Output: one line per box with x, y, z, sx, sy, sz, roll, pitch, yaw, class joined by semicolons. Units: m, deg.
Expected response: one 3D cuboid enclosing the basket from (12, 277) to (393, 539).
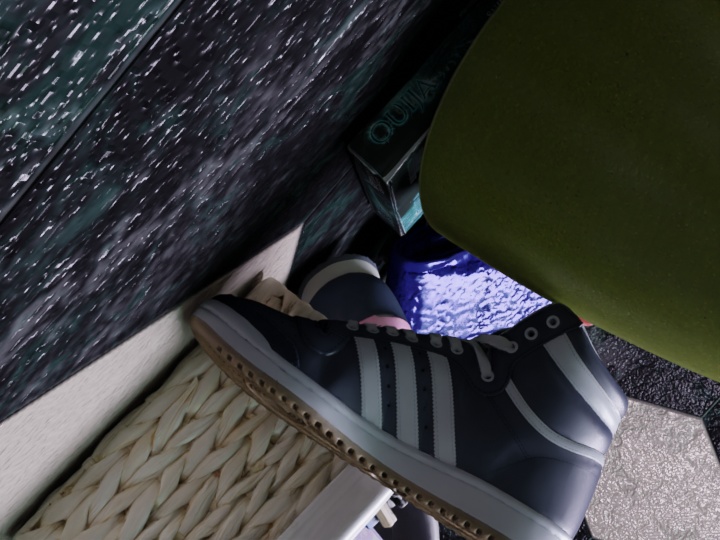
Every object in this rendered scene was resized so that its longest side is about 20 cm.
-0.067;0.118;0.691;0.200;0.123;0.136;-47;173;-17;basket

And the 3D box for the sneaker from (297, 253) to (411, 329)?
0.015;0.084;0.822;0.070;0.082;0.201;-27;135;-2;sneaker

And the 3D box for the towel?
0.070;0.050;0.916;0.147;0.050;0.201;-9;128;-24;towel

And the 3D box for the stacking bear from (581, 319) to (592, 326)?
0.133;-0.075;0.839;0.114;0.121;0.200;-46;-166;20;stacking bear

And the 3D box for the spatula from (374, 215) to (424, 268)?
0.000;0.000;0.873;0.200;0.021;0.057;-48;171;-11;spatula

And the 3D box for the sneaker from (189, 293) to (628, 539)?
0.028;0.043;0.614;0.109;0.199;0.070;-57;-179;-12;sneaker

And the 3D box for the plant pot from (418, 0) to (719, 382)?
0.160;-0.031;0.601;0.187;0.200;0.188;-36;151;-23;plant pot

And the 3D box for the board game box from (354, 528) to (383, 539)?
-0.048;0.260;0.902;0.199;0.201;0.041;-42;-160;-14;board game box

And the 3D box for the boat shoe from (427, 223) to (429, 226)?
0.119;-0.061;0.970;0.200;0.071;0.077;-44;143;-32;boat shoe

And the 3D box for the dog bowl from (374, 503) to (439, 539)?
-0.033;0.195;0.971;0.200;0.200;0.059;-46;-169;-16;dog bowl

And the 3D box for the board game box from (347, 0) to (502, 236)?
0.053;-0.087;0.692;0.135;0.028;0.200;-48;174;-2;board game box

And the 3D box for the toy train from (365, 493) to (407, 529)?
-0.034;0.117;0.851;0.046;0.034;0.200;-40;-152;-18;toy train
